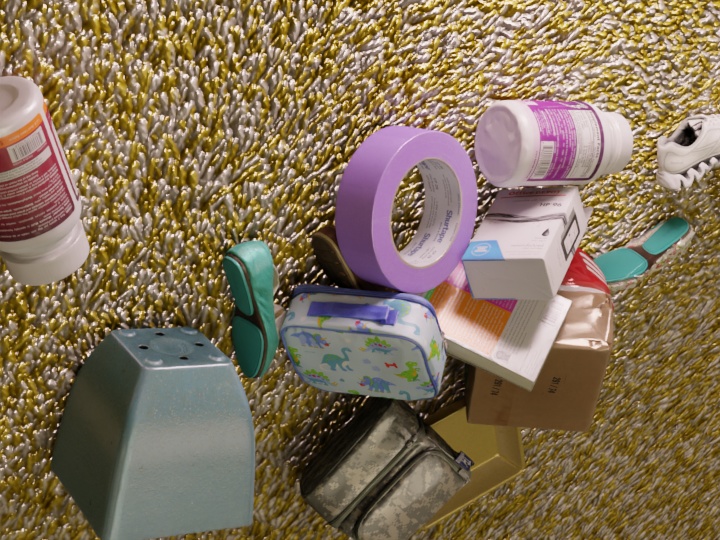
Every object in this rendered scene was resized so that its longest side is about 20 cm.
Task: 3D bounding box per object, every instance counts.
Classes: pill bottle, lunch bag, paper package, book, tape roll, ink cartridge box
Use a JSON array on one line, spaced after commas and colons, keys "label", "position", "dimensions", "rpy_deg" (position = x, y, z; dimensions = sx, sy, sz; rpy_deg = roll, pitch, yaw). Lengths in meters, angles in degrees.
[{"label": "pill bottle", "position": [0.257, -0.167, 1.696], "dimensions": [0.199, 0.112, 0.113], "rpy_deg": [-4, 121, -33]}, {"label": "lunch bag", "position": [0.006, 0.089, 1.634], "dimensions": [0.161, 0.198, 0.083], "rpy_deg": [68, 32, -51]}, {"label": "paper package", "position": [0.243, 0.123, 1.801], "dimensions": [0.189, 0.104, 0.201], "rpy_deg": [4, 140, 3]}, {"label": "book", "position": [0.161, 0.056, 1.696], "dimensions": [0.134, 0.199, 0.048], "rpy_deg": [-59, 167, -26]}, {"label": "tape roll", "position": [0.059, -0.076, 1.607], "dimensions": [0.199, 0.065, 0.202], "rpy_deg": [-14, 110, -44]}, {"label": "lunch bag", "position": [0.037, 0.286, 1.782], "dimensions": [0.168, 0.139, 0.200], "rpy_deg": [44, 89, -8]}, {"label": "pill bottle", "position": [-0.353, -0.089, 1.337], "dimensions": [0.109, 0.110, 0.201], "rpy_deg": [-26, 130, -17]}, {"label": "ink cartridge box", "position": [0.222, -0.049, 1.693], "dimensions": [0.200, 0.115, 0.068], "rpy_deg": [-57, 137, -44]}]

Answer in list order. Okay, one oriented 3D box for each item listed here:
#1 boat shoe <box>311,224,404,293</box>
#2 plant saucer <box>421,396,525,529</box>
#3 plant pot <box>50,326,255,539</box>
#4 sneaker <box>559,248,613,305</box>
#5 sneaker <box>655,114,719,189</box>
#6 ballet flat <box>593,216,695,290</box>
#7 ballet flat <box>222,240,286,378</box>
[{"label": "boat shoe", "position": [0.000, 0.000, 1.665], "dimensions": [0.068, 0.072, 0.200], "rpy_deg": [-47, 137, -12]}, {"label": "plant saucer", "position": [0.147, 0.269, 1.948], "dimensions": [0.199, 0.048, 0.201], "rpy_deg": [-27, 130, -18]}, {"label": "plant pot", "position": [-0.237, 0.179, 1.543], "dimensions": [0.194, 0.196, 0.202], "rpy_deg": [0, 111, -33]}, {"label": "sneaker", "position": [0.261, 0.011, 1.848], "dimensions": [0.198, 0.116, 0.079], "rpy_deg": [20, 122, -7]}, {"label": "sneaker", "position": [0.513, -0.196, 1.881], "dimensions": [0.199, 0.075, 0.082], "rpy_deg": [-31, 122, -14]}, {"label": "ballet flat", "position": [0.418, -0.010, 1.934], "dimensions": [0.199, 0.076, 0.064], "rpy_deg": [-27, 138, -14]}, {"label": "ballet flat", "position": [-0.124, 0.047, 1.613], "dimensions": [0.070, 0.067, 0.201], "rpy_deg": [-32, 135, -31]}]
